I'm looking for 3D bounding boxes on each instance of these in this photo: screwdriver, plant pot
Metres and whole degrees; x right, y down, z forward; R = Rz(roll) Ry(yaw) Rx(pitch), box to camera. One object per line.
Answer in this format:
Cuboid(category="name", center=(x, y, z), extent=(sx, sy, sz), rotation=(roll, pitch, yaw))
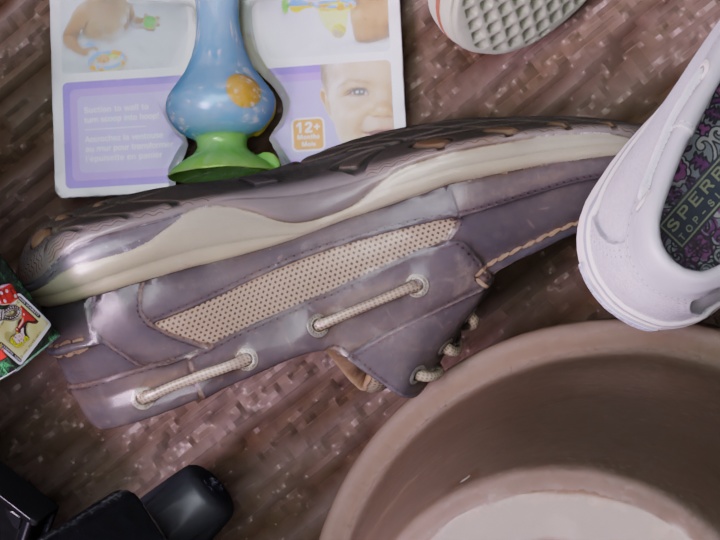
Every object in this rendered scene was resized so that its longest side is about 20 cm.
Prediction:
Cuboid(category="screwdriver", center=(-0.118, 0.133, 0.818), extent=(0.200, 0.029, 0.028), rotation=(-41, 79, 7))
Cuboid(category="plant pot", center=(0.069, 0.110, 0.701), extent=(0.200, 0.175, 0.200), rotation=(0, 88, 12))

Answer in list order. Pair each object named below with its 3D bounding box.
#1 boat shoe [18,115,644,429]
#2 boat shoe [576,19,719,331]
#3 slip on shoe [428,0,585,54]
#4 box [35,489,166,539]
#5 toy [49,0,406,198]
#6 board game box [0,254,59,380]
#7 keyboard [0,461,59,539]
Cuboid(category="boat shoe", center=(0.000, 0.000, 0.766), extent=(0.200, 0.074, 0.073), rotation=(-13, 100, -7))
Cuboid(category="boat shoe", center=(0.135, -0.069, 0.726), extent=(0.072, 0.069, 0.200), rotation=(46, 77, -3))
Cuboid(category="slip on shoe", center=(0.062, -0.164, 0.779), extent=(0.061, 0.074, 0.200), rotation=(23, 100, 48))
Cuboid(category="box", center=(-0.095, 0.194, 0.701), extent=(0.117, 0.200, 0.197), rotation=(-36, 86, 27))
Cuboid(category="toy", center=(-0.048, -0.126, 0.803), extent=(0.115, 0.047, 0.200), rotation=(-3, 88, 7))
Cuboid(category="board game box", center=(-0.178, 0.013, 0.768), extent=(0.105, 0.023, 0.200), rotation=(51, 138, -9))
Cuboid(category="keyboard", center=(-0.177, 0.024, 0.807), extent=(0.200, 0.021, 0.127), rotation=(35, 138, 10))
